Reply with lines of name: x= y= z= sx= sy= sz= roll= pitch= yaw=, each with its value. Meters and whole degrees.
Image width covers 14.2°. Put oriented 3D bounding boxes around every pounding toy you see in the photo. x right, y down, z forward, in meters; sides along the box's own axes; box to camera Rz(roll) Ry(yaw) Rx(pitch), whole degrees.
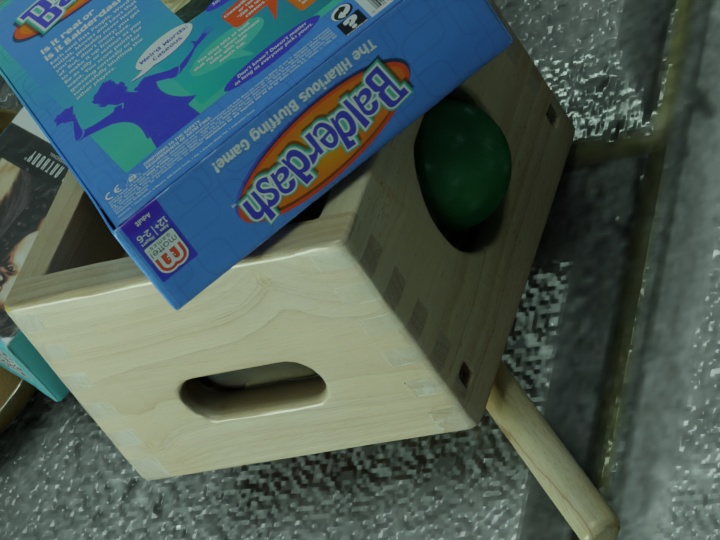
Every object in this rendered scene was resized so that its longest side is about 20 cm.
pounding toy: x=0.000 y=0.000 z=1.080 sx=0.199 sy=0.142 sz=0.185 roll=-11 pitch=42 yaw=33

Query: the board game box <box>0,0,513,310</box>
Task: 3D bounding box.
board game box: x=-0.050 y=-0.086 z=1.060 sx=0.152 sy=0.045 sz=0.200 roll=-38 pitch=34 yaw=-1

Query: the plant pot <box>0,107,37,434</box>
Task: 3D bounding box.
plant pot: x=-0.194 y=0.020 z=1.295 sx=0.199 sy=0.027 sz=0.201 roll=-22 pitch=51 yaw=29

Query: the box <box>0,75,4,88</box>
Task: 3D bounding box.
box: x=-0.251 y=-0.029 z=1.275 sx=0.060 sy=0.117 sz=0.201 roll=10 pitch=68 yaw=42

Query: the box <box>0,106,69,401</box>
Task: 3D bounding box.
box: x=-0.102 y=-0.049 z=1.216 sx=0.082 sy=0.049 sz=0.200 roll=28 pitch=74 yaw=37
